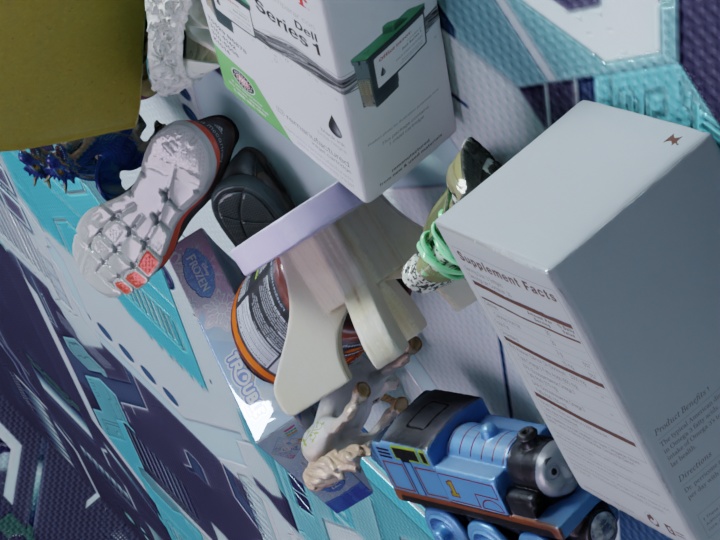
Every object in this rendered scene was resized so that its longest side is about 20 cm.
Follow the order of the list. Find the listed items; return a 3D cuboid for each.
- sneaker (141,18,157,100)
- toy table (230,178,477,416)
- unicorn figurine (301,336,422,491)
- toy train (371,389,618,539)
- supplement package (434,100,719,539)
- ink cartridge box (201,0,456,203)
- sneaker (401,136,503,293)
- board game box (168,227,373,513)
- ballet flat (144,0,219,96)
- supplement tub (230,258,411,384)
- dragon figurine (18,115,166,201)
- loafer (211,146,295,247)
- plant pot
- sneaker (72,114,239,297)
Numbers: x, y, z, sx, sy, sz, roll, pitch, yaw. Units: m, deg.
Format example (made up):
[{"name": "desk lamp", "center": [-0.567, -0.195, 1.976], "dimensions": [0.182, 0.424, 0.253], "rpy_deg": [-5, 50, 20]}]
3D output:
[{"name": "sneaker", "center": [-0.211, -0.189, 1.694], "dimensions": [0.200, 0.075, 0.090], "rpy_deg": [40, 176, 33]}, {"name": "toy table", "center": [0.000, 0.000, 1.381], "dimensions": [0.118, 0.183, 0.200], "rpy_deg": [58, -160, -1]}, {"name": "unicorn figurine", "center": [-0.001, 0.102, 1.664], "dimensions": [0.074, 0.200, 0.138], "rpy_deg": [42, 133, 3]}, {"name": "toy train", "center": [0.102, 0.156, 1.533], "dimensions": [0.199, 0.087, 0.115], "rpy_deg": [8, 133, 51]}, {"name": "supplement package", "center": [0.151, 0.028, 1.119], "dimensions": [0.117, 0.117, 0.201], "rpy_deg": [26, 150, 58]}, {"name": "ink cartridge box", "center": [-0.027, -0.159, 1.238], "dimensions": [0.146, 0.084, 0.201], "rpy_deg": [40, 161, 30]}, {"name": "sneaker", "center": [0.064, -0.017, 1.227], "dimensions": [0.077, 0.089, 0.200], "rpy_deg": [43, -179, 7]}, {"name": "board game box", "center": [-0.076, 0.088, 1.773], "dimensions": [0.201, 0.043, 0.199], "rpy_deg": [62, -175, 30]}, {"name": "ballet flat", "center": [-0.120, -0.176, 1.483], "dimensions": [0.072, 0.072, 0.200], "rpy_deg": [45, 163, 17]}, {"name": "supplement tub", "center": [-0.036, 0.026, 1.575], "dimensions": [0.107, 0.107, 0.200], "rpy_deg": [49, 155, 3]}, {"name": "dragon figurine", "center": [-0.207, -0.090, 1.733], "dimensions": [0.059, 0.100, 0.200], "rpy_deg": [29, 177, 28]}, {"name": "loafer", "center": [-0.054, -0.013, 1.684], "dimensions": [0.071, 0.063, 0.201], "rpy_deg": [-11, 129, 22]}, {"name": "plant pot", "center": [-0.291, -0.201, 1.531], "dimensions": [0.194, 0.199, 0.197], "rpy_deg": [39, 137, 33]}, {"name": "sneaker", "center": [-0.157, -0.052, 1.690], "dimensions": [0.077, 0.082, 0.200], "rpy_deg": [50, 127, 5]}]
